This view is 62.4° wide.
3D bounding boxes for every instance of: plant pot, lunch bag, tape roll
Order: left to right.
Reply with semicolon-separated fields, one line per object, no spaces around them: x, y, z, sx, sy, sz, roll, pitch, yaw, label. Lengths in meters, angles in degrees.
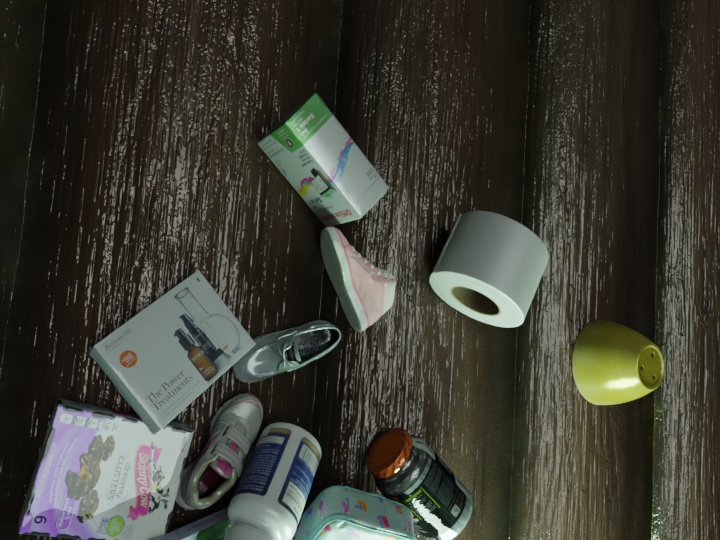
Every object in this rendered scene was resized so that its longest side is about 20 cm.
-0.009;0.461;1.020;0.197;0.078;0.162;26;115;-23;lunch bag
0.249;0.000;1.159;0.201;0.201;0.141;36;71;-22;tape roll
0.615;0.219;1.385;0.196;0.141;0.206;2;86;-28;plant pot

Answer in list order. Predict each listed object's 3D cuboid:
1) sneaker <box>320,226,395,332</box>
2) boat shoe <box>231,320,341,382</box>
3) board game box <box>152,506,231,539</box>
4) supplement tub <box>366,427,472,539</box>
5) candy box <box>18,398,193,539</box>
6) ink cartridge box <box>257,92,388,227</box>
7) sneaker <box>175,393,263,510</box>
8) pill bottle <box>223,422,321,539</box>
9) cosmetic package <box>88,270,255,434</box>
0.000;0.000;1.089;0.103;0.075;0.204;-28;108;-23;sneaker
-0.122;0.134;1.014;0.197;0.071;0.072;-21;97;-29;boat shoe
-0.224;0.484;0.910;0.197;0.040;0.206;-3;88;-54;board game box
0.108;0.394;1.099;0.123;0.122;0.201;-48;109;-23;supplement tub
-0.365;0.295;0.867;0.196;0.071;0.172;19;78;-27;candy box
-0.066;-0.181;1.024;0.084;0.144;0.201;-47;109;-22;ink cartridge box
-0.213;0.293;0.943;0.081;0.088;0.203;37;70;-22;sneaker
-0.139;0.351;0.925;0.111;0.110;0.202;46;38;-19;pill bottle
-0.278;0.118;0.901;0.152;0.051;0.200;50;51;-4;cosmetic package
